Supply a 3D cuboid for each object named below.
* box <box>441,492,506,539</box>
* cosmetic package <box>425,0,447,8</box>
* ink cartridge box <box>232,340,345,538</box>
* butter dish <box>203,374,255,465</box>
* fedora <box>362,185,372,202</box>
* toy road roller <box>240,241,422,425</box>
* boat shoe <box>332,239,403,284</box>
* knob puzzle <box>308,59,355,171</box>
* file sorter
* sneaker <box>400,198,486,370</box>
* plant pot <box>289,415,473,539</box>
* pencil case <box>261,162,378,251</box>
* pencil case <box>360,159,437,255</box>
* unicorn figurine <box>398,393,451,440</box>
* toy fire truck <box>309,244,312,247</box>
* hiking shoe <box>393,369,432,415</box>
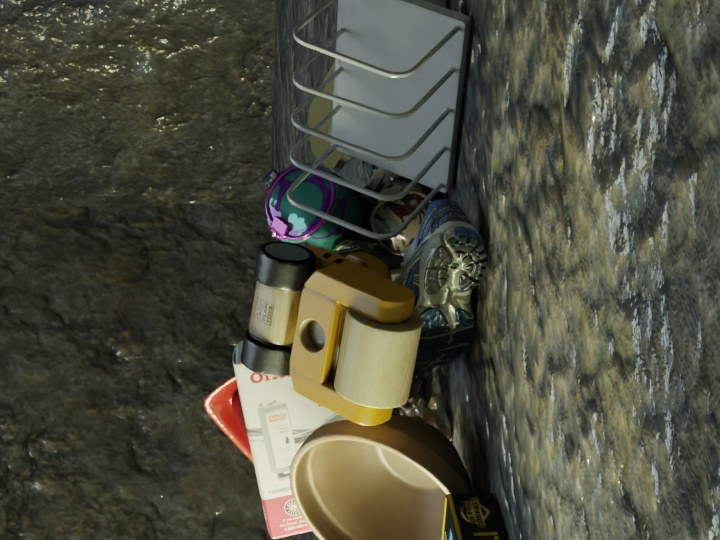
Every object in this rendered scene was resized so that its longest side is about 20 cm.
[{"bbox_3d":[0.108,0.321,1.387,0.200,0.049,0.160,-102,14,-56],"label":"box"},{"bbox_3d":[0.030,-0.317,1.614,0.090,0.106,0.201,116,153,-75],"label":"cosmetic package"},{"bbox_3d":[-0.048,0.168,1.671,0.083,0.146,0.201,-106,4,-78],"label":"ink cartridge box"},{"bbox_3d":[-0.046,0.190,1.791,0.200,0.199,0.148,52,-171,-33],"label":"butter dish"},{"bbox_3d":[0.005,-0.045,1.926,0.201,0.091,0.202,178,90,-83],"label":"fedora"},{"bbox_3d":[-0.008,0.046,1.475,0.199,0.146,0.124,25,115,35],"label":"toy road roller"},{"bbox_3d":[-0.002,0.002,1.648,0.060,0.072,0.201,46,-162,22],"label":"boat shoe"},{"bbox_3d":[0.005,-0.196,1.729,0.220,0.030,0.221,-41,36,39],"label":"knob puzzle"},{"bbox_3d":[0.010,-0.154,1.506,0.125,0.138,0.201,-47,-29,-43],"label":"file sorter"},{"bbox_3d":[0.072,0.014,1.493,0.085,0.077,0.201,-105,24,-43],"label":"sneaker"},{"bbox_3d":[0.038,0.210,1.536,0.093,0.200,0.202,-50,-26,-43],"label":"plant pot"},{"bbox_3d":[-0.036,-0.053,1.685,0.085,0.092,0.200,52,-172,21],"label":"pencil case"},{"bbox_3d":[0.038,-0.107,1.704,0.200,0.077,0.090,-101,1,-53],"label":"pencil case"},{"bbox_3d":[0.067,0.185,1.639,0.137,0.073,0.201,-122,15,-74],"label":"unicorn figurine"},{"bbox_3d":[0.002,0.034,1.848,0.200,0.049,0.141,51,142,7],"label":"toy fire truck"},{"bbox_3d":[0.042,0.086,1.739,0.201,0.075,0.101,94,167,-46],"label":"hiking shoe"}]
